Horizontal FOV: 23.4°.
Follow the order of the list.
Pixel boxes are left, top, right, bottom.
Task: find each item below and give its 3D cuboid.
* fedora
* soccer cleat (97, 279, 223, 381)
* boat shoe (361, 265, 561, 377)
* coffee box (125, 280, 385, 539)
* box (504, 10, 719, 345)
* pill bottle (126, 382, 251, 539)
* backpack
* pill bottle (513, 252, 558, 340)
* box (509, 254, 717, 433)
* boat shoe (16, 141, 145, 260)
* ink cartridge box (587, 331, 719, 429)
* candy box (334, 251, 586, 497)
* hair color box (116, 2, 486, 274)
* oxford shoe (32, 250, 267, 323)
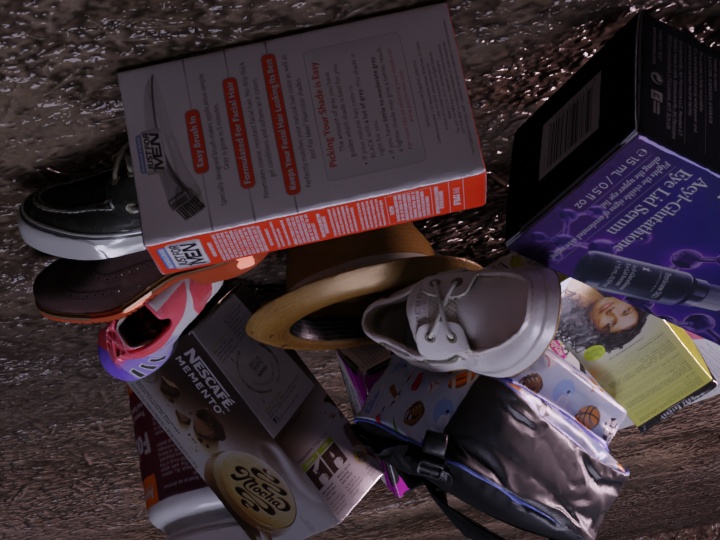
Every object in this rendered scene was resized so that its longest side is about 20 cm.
[{"bbox_3d":[0.000,0.000,1.320,0.199,0.082,0.201,-10,164,-3],"label":"fedora"},{"bbox_3d":[-0.169,0.042,1.323,0.073,0.068,0.200,-47,-178,-37],"label":"soccer cleat"},{"bbox_3d":[0.062,0.034,1.175,0.069,0.071,0.200,14,164,-25],"label":"boat shoe"},{"bbox_3d":[-0.089,0.124,1.438,0.113,0.200,0.080,-29,-169,45],"label":"coffee box"},{"bbox_3d":[0.216,-0.052,1.129,0.199,0.105,0.148,23,141,-19],"label":"box"},{"bbox_3d":[-0.139,0.165,1.534,0.113,0.201,0.114,-11,162,-4],"label":"pill bottle"},{"bbox_3d":[0.092,0.120,1.322,0.200,0.155,0.190,41,160,-30],"label":"backpack"},{"bbox_3d":[0.231,-0.012,1.382,0.199,0.114,0.113,-8,162,-12],"label":"pill bottle"},{"bbox_3d":[0.192,0.042,1.304,0.075,0.050,0.200,-34,134,13],"label":"box"},{"bbox_3d":[-0.128,-0.055,1.110,0.199,0.071,0.064,-5,129,9],"label":"boat shoe"},{"bbox_3d":[0.248,0.060,1.579,0.199,0.083,0.146,-26,129,39],"label":"ink cartridge box"},{"bbox_3d":[0.088,0.083,1.461,0.199,0.061,0.137,-26,125,-16],"label":"candy box"},{"bbox_3d":[-0.034,-0.076,1.018,0.199,0.112,0.064,-11,162,0],"label":"hair color box"},{"bbox_3d":[-0.158,-0.020,1.212,0.199,0.072,0.073,-20,135,25],"label":"oxford shoe"}]
